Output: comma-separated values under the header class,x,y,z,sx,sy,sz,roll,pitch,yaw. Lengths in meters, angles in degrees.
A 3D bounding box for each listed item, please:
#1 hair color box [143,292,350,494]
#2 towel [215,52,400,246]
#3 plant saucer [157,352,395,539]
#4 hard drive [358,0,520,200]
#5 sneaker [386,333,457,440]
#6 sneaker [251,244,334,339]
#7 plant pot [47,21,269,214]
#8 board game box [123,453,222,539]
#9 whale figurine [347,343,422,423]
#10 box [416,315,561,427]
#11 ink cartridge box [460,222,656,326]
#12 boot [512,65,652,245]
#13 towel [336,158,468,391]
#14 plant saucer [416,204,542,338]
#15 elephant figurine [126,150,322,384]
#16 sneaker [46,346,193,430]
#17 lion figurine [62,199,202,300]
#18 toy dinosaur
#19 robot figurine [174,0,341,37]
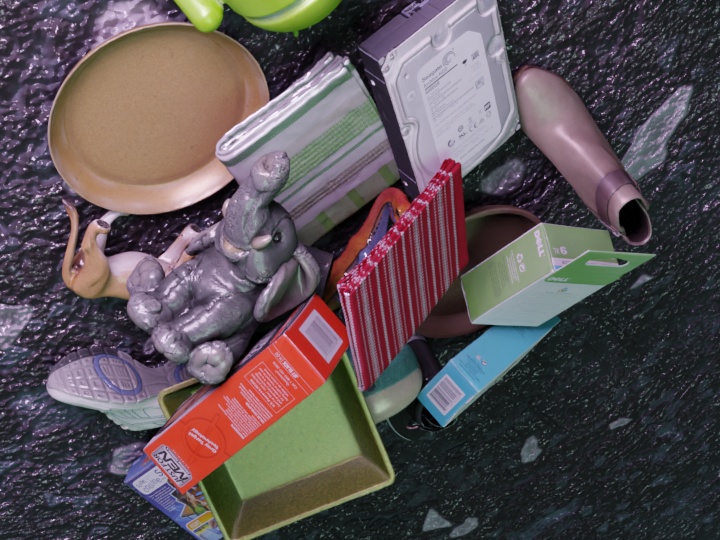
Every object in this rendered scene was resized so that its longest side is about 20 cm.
class,x,y,z,sx,sy,sz,roll,pitch,yaw
hair color box,-0.105,0.116,1.047,0.199,0.102,0.061,-40,96,24
towel,-0.041,-0.109,1.069,0.148,0.031,0.200,-35,149,3
plant saucer,-0.086,0.167,1.179,0.197,0.048,0.202,-21,112,2
hard drive,0.082,-0.171,1.061,0.139,0.038,0.201,-39,141,-15
sneaker,0.076,0.177,1.391,0.070,0.100,0.202,-19,140,-14
sneaker,-0.098,0.049,1.144,0.105,0.075,0.202,20,128,-2
plant pot,-0.177,-0.136,0.982,0.197,0.028,0.202,-16,138,-14
board game box,-0.159,0.229,1.276,0.199,0.035,0.135,-35,112,31
whale figurine,-0.030,0.130,1.285,0.197,0.105,0.159,-20,-175,9
box,0.154,0.102,1.319,0.199,0.049,0.082,-32,165,-47
ink cartridge box,0.211,-0.003,1.217,0.103,0.060,0.200,4,154,-33
boot,0.237,-0.113,1.151,0.070,0.147,0.200,-40,139,12
towel,0.046,0.002,1.072,0.200,0.022,0.146,-49,146,-32
plant saucer,0.127,-0.001,1.294,0.197,0.030,0.202,-17,138,-16
elephant figurine,-0.103,-0.005,1.003,0.141,0.155,0.200,42,94,-21
sneaker,-0.244,0.138,1.191,0.198,0.075,0.087,13,130,-38
lion figurine,-0.222,0.006,1.073,0.198,0.073,0.123,22,117,-36
toy dinosaur,0.000,0.000,1.161,0.197,0.105,0.184,-3,120,-4
robot figurine,-0.079,-0.261,0.842,0.175,0.116,0.200,-43,138,8
